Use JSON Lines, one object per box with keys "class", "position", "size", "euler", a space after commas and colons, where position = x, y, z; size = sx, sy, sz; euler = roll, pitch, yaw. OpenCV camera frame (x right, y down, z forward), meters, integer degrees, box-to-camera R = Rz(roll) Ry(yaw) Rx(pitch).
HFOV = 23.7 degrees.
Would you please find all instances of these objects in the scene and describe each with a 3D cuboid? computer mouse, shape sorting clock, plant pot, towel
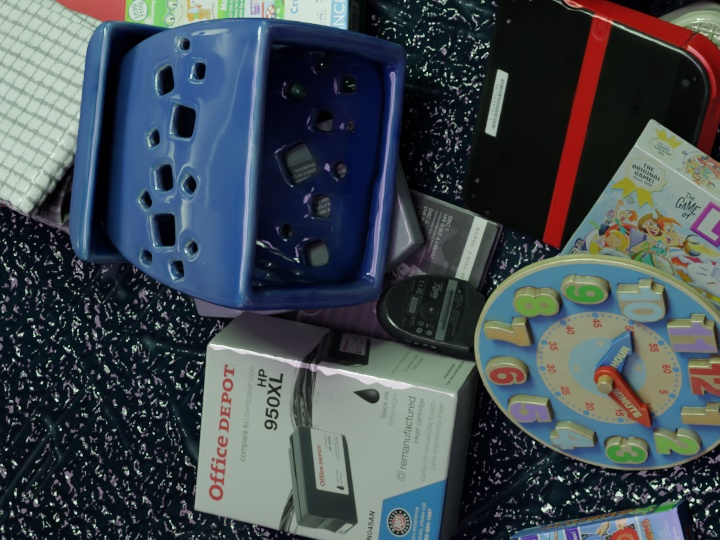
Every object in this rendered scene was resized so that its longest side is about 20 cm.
{"class": "computer mouse", "position": [0.109, 0.049, 1.306], "size": [0.199, 0.034, 0.059], "euler": [15, 69, 9]}
{"class": "shape sorting clock", "position": [0.177, 0.071, 1.234], "size": [0.198, 0.039, 0.201], "euler": [9, 130, 11]}
{"class": "plant pot", "position": [-0.095, -0.082, 1.254], "size": [0.179, 0.200, 0.202], "euler": [9, 96, 29]}
{"class": "towel", "position": [-0.268, -0.132, 1.378], "size": [0.199, 0.086, 0.166], "euler": [25, 78, 30]}

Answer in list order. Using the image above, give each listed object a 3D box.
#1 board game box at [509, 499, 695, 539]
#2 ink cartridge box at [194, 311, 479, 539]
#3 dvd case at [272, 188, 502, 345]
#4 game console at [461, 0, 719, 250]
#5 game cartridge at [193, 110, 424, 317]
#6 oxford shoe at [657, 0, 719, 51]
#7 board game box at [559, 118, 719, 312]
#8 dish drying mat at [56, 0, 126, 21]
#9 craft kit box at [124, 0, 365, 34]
{"class": "board game box", "position": [0.201, 0.284, 1.291], "size": [0.135, 0.034, 0.201], "euler": [-14, 88, 23]}
{"class": "ink cartridge box", "position": [-0.020, 0.128, 1.322], "size": [0.199, 0.084, 0.146], "euler": [11, 108, 14]}
{"class": "dvd case", "position": [0.000, 0.000, 1.365], "size": [0.199, 0.016, 0.150], "euler": [21, 100, 21]}
{"class": "game console", "position": [0.166, -0.100, 1.246], "size": [0.176, 0.031, 0.201], "euler": [26, 127, 23]}
{"class": "game cartridge", "position": [-0.052, -0.037, 1.357], "size": [0.199, 0.041, 0.134], "euler": [-18, 82, 23]}
{"class": "oxford shoe", "position": [0.195, -0.139, 1.257], "size": [0.199, 0.058, 0.075], "euler": [-25, 107, 36]}
{"class": "board game box", "position": [0.251, 0.000, 1.192], "size": [0.199, 0.034, 0.135], "euler": [34, 139, 5]}
{"class": "dish drying mat", "position": [-0.181, -0.205, 1.424], "size": [0.199, 0.018, 0.077], "euler": [8, 97, 22]}
{"class": "craft kit box", "position": [-0.088, -0.279, 1.356], "size": [0.196, 0.048, 0.202], "euler": [3, 88, 19]}
